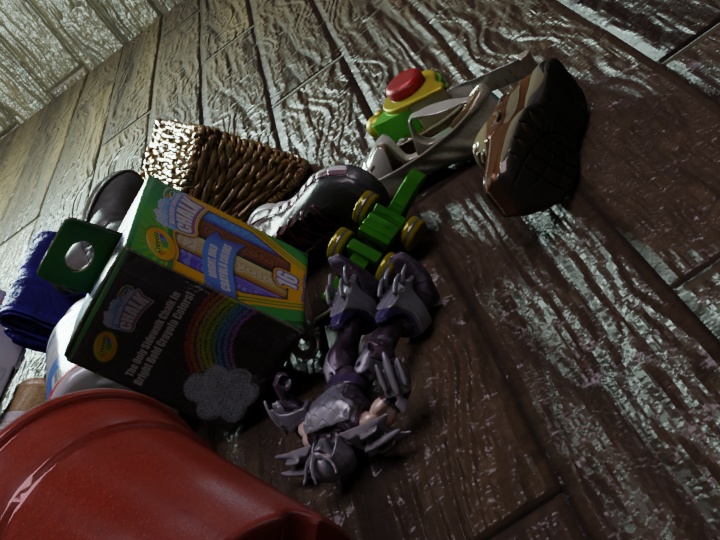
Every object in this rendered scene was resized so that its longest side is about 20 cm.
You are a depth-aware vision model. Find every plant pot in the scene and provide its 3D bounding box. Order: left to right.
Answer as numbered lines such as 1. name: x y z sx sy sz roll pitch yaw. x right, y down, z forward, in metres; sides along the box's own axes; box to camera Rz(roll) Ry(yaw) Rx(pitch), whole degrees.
1. plant pot: -0.108 0.184 0.596 0.195 0.201 0.201 9 52 47

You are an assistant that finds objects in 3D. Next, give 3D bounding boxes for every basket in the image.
1. basket: -0.171 -0.092 1.271 0.200 0.148 0.143 21 95 61

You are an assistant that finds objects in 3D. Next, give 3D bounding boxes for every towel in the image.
1. towel: -0.312 0.033 1.183 0.200 0.147 0.050 -99 32 -62

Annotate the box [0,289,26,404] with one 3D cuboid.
1. box: -0.429 0.138 1.122 0.177 0.096 0.200 -59 16 25

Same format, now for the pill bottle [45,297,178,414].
1. pill bottle: -0.233 0.094 0.986 0.112 0.112 0.200 -38 25 0

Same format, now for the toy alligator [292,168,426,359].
1. toy alligator: 0.000 0.000 0.909 0.200 0.059 0.054 -57 -15 -20

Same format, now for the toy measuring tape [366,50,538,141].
1. toy measuring tape: 0.089 -0.182 1.065 0.199 0.074 0.074 -22 30 32

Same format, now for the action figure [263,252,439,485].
1. action figure: -0.007 0.073 0.771 0.130 0.069 0.200 -15 37 31

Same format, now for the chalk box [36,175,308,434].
1. chalk box: -0.158 0.018 0.872 0.125 0.199 0.124 -54 17 25

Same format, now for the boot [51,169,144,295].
1. boot: -0.215 -0.042 1.107 0.199 0.073 0.182 -8 49 39

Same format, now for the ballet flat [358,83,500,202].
1. ballet flat: 0.049 -0.116 1.013 0.199 0.062 0.068 -28 27 22

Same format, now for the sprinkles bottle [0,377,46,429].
1. sprinkles bottle: -0.335 0.191 1.012 0.068 0.068 0.200 -26 28 25

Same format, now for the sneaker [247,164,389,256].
1. sneaker: -0.057 -0.019 1.001 0.200 0.076 0.116 -24 32 51

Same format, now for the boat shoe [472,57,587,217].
1. boat shoe: 0.133 -0.101 0.876 0.074 0.076 0.200 -27 19 35
